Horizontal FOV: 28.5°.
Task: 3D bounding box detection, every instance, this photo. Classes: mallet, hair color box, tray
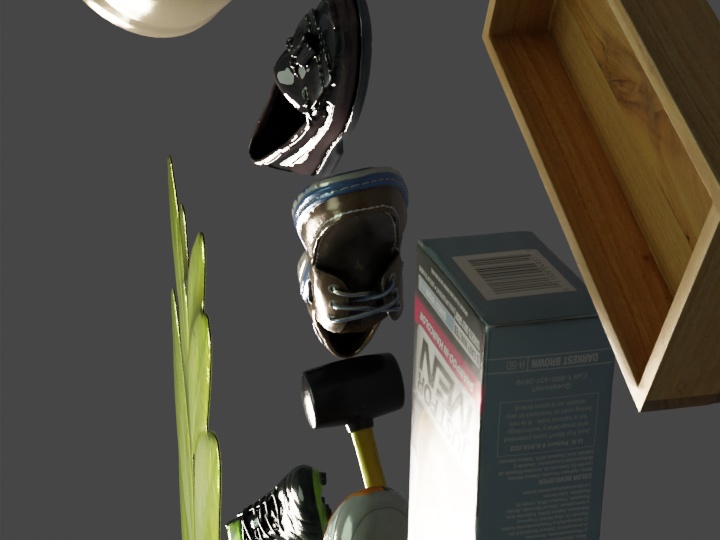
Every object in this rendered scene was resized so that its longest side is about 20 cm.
[{"bbox_3d":[0.023,0.149,0.901,0.041,0.065,0.202,130,120,-73],"label":"mallet"},{"bbox_3d":[0.063,0.095,0.641,0.099,0.060,0.202,-124,32,-64],"label":"hair color box"},{"bbox_3d":[0.094,-0.061,0.510,0.099,0.037,0.201,99,162,-47],"label":"tray"}]

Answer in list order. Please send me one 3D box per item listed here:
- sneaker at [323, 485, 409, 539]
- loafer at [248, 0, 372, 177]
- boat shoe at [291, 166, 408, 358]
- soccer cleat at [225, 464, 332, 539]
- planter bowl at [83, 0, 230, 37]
[{"bbox_3d":[0.034,0.224,0.813,0.092,0.075,0.203,174,84,-69],"label":"sneaker"},{"bbox_3d":[-0.037,-0.121,0.986,0.200,0.062,0.073,113,149,-63],"label":"loafer"},{"bbox_3d":[0.000,0.000,0.880,0.200,0.071,0.073,94,163,-70],"label":"boat shoe"},{"bbox_3d":[-0.070,0.218,1.202,0.200,0.080,0.068,113,150,-63],"label":"soccer cleat"},{"bbox_3d":[-0.153,-0.315,1.205,0.134,0.199,0.203,-16,78,48],"label":"planter bowl"}]
